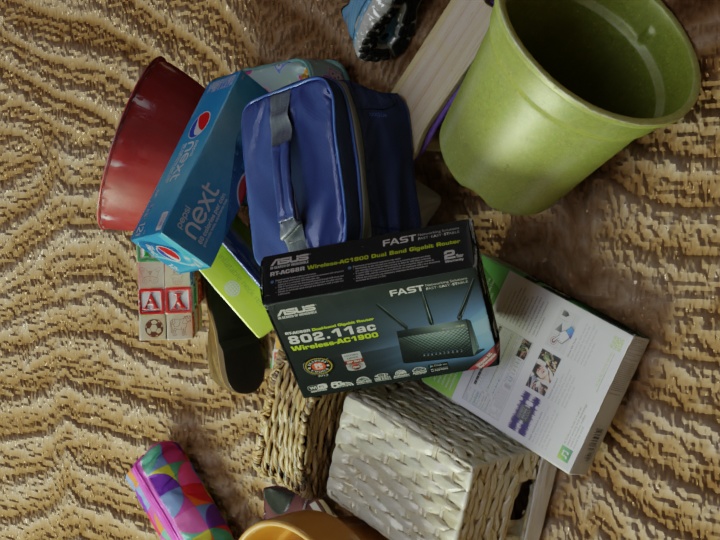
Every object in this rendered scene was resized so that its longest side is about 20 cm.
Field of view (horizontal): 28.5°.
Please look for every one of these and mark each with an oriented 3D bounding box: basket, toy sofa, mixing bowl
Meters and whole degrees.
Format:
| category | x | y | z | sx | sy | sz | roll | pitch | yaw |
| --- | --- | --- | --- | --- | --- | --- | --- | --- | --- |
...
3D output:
| category | x | y | z | sx | sy | sz | roll | pitch | yaw |
| --- | --- | --- | --- | --- | --- | --- | --- | --- | --- |
| basket | -0.058 | 0.122 | 1.495 | 0.149 | 0.143 | 0.200 | 28 | 112 | 38 |
| toy sofa | 0.096 | -0.200 | 1.390 | 0.098 | 0.083 | 0.200 | 56 | 128 | 31 |
| mixing bowl | -0.198 | -0.122 | 1.539 | 0.108 | 0.200 | 0.200 | 18 | 111 | 2 |
| basket | 0.076 | 0.200 | 1.414 | 0.200 | 0.123 | 0.136 | 26 | 111 | 41 |

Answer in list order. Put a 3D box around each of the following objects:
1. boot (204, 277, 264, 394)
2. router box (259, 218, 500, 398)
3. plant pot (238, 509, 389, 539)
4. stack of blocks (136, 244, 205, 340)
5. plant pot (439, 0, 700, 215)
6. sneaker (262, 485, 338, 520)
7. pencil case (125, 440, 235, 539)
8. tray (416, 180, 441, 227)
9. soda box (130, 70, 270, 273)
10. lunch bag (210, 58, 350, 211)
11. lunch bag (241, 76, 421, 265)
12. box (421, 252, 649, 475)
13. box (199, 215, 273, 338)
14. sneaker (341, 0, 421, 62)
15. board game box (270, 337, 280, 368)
| category | x | y | z | sx | sy | sz | roll | pitch | yaw |
| --- | --- | --- | --- | --- | --- | --- | --- | --- | --- |
| boot | -0.163 | 0.046 | 1.690 | 0.075 | 0.074 | 0.200 | 0 | 94 | 58 |
| router box | 0.022 | 0.038 | 1.311 | 0.200 | 0.150 | 0.062 | -11 | 48 | 8 |
| plant pot | -0.005 | 0.333 | 1.459 | 0.200 | 0.183 | 0.200 | 11 | 106 | 45 |
| stack of blocks | -0.213 | 0.010 | 1.622 | 0.200 | 0.058 | 0.115 | -104 | 12 | -85 |
| plant pot | 0.168 | -0.153 | 1.267 | 0.201 | 0.200 | 0.184 | 62 | 143 | 22 |
| sneaker | -0.096 | 0.319 | 1.646 | 0.200 | 0.076 | 0.116 | -48 | 55 | 24 |
| pencil case | -0.215 | 0.307 | 1.749 | 0.200 | 0.088 | 0.088 | 53 | 127 | 30 |
| tray | -0.023 | -0.087 | 1.492 | 0.200 | 0.022 | 0.107 | 33 | 120 | 2 |
| soda box | -0.152 | -0.100 | 1.434 | 0.064 | 0.068 | 0.200 | -8 | 52 | 51 |
| lunch bag | -0.093 | -0.150 | 1.592 | 0.200 | 0.077 | 0.161 | -5 | 92 | 46 |
| lunch bag | -0.036 | -0.081 | 1.369 | 0.136 | 0.132 | 0.200 | -16 | 76 | 42 |
| box | 0.163 | 0.086 | 1.360 | 0.200 | 0.036 | 0.144 | 31 | 100 | 38 |
| box | -0.128 | -0.001 | 1.539 | 0.048 | 0.200 | 0.122 | -40 | 100 | 6 |
| sneaker | 0.032 | -0.315 | 1.454 | 0.090 | 0.078 | 0.200 | 56 | 128 | 31 |
| board game box | -0.022 | 0.101 | 1.577 | 0.200 | 0.030 | 0.096 | 25 | 110 | 39 |
